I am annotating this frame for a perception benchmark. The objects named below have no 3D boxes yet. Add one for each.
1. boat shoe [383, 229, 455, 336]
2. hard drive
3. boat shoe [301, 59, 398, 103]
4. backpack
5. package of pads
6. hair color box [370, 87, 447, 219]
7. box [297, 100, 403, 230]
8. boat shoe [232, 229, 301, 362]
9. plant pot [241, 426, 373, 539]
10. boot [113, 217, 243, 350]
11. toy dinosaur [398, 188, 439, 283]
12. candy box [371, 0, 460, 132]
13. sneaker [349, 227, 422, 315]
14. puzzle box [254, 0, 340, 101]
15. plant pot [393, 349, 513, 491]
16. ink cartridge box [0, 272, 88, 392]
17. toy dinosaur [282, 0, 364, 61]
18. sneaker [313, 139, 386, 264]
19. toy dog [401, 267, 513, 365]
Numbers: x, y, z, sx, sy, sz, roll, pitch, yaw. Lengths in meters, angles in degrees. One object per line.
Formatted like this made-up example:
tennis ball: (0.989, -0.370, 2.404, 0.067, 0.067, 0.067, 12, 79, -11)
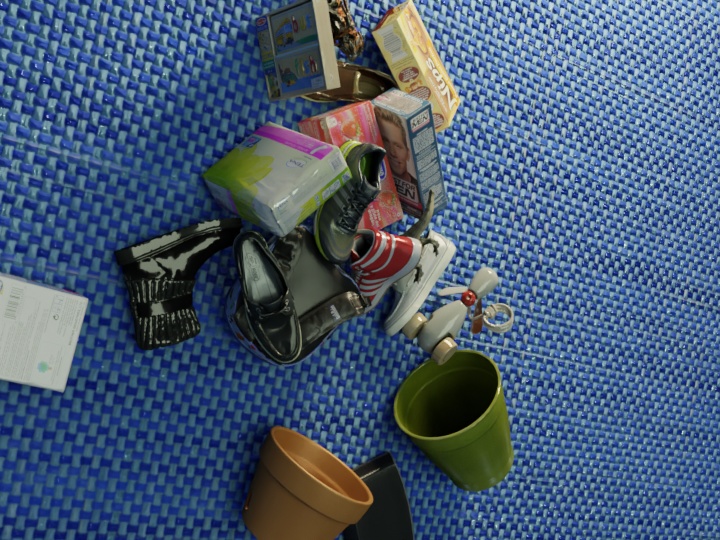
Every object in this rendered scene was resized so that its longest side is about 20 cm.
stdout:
boat shoe: (0.088, 0.019, 1.661, 0.071, 0.070, 0.202, 36, 78, -6)
hard drive: (0.032, 0.437, 1.663, 0.133, 0.042, 0.204, -19, 103, -30)
boat shoe: (-0.026, -0.313, 1.550, 0.199, 0.074, 0.077, 0, 94, -32)
backpack: (-0.118, 0.048, 1.474, 0.200, 0.154, 0.191, 47, 66, -8)
package of pads: (-0.132, -0.140, 1.423, 0.154, 0.198, 0.069, -42, 131, -21)
hair color box: (0.080, -0.192, 1.577, 0.060, 0.099, 0.203, -33, 130, -25)
box: (-0.016, -0.164, 1.554, 0.094, 0.102, 0.204, -25, 105, -28)
boat shoe: (-0.134, 0.037, 1.367, 0.073, 0.066, 0.204, -14, 90, -9)
plant pot: (-0.096, 0.365, 1.502, 0.198, 0.200, 0.141, 32, 94, -30)
boot: (-0.257, 0.017, 1.424, 0.208, 0.079, 0.161, -20, 97, -19)
toy dinosaur: (0.085, -0.036, 1.594, 0.088, 0.048, 0.200, 35, 111, -21)
candy box: (0.098, -0.344, 1.608, 0.202, 0.054, 0.116, 61, 29, -21)
sneaker: (0.000, 0.000, 1.529, 0.111, 0.200, 0.072, 16, 47, -32)
puzzle box: (-0.098, -0.333, 1.430, 0.025, 0.199, 0.136, -14, 100, -29)
plant pot: (0.184, 0.282, 1.676, 0.200, 0.199, 0.195, -43, 126, -22)
ink cartridge box: (-0.488, 0.075, 1.285, 0.197, 0.076, 0.139, 18, 84, -33)
toy dinosaur: (-0.067, -0.420, 1.518, 0.199, 0.102, 0.137, 39, 41, -11)
sneaker: (-0.014, -0.108, 1.441, 0.073, 0.080, 0.204, 20, 77, -33)
toy dog: (0.168, 0.089, 1.690, 0.197, 0.097, 0.134, -23, 71, -7)
